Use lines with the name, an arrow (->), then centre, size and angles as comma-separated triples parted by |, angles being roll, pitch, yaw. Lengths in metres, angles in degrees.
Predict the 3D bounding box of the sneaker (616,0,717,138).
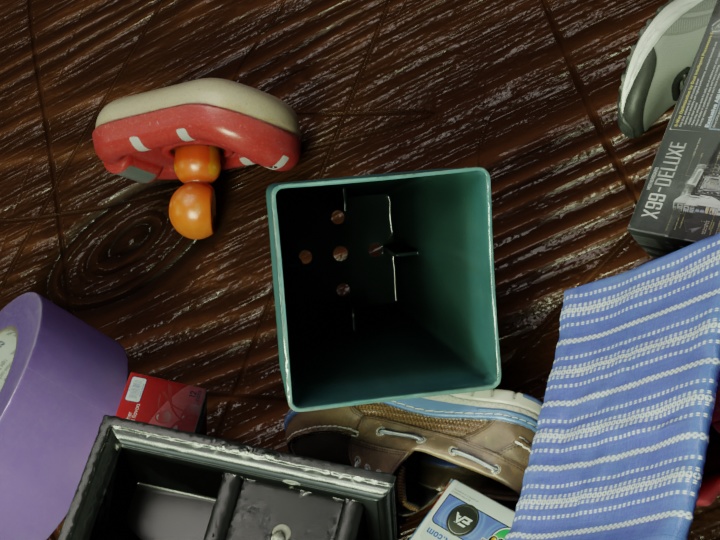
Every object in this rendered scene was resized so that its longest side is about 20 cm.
sneaker -> 0.270, -0.176, 0.990 | 0.200, 0.074, 0.079 | -46, 64, -3

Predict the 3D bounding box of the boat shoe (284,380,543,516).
boat shoe -> 0.028, 0.121, 0.875 | 0.198, 0.072, 0.073 | -7, 48, 30

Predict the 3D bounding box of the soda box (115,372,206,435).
soda box -> -0.165, 0.179, 0.944 | 0.062, 0.070, 0.202 | 13, 52, 2

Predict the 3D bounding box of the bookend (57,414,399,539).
bookend -> -0.093, 0.216, 0.808 | 0.196, 0.093, 0.202 | 11, 59, 10

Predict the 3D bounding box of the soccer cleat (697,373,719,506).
soccer cleat -> 0.221, 0.053, 0.709 | 0.067, 0.201, 0.074 | 23, 49, 7

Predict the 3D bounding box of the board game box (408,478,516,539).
board game box -> 0.075, 0.245, 0.737 | 0.199, 0.056, 0.196 | 22, 67, 45

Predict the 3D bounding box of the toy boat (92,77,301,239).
toy boat -> -0.147, -0.094, 1.189 | 0.198, 0.130, 0.133 | -8, 78, 30

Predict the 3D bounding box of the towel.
towel -> 0.142, 0.079, 0.728 | 0.144, 0.024, 0.202 | -28, 38, 54

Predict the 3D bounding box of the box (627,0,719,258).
box -> 0.288, -0.093, 0.876 | 0.156, 0.050, 0.202 | 13, 75, 43

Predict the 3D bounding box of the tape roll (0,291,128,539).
tape roll -> -0.274, 0.125, 1.026 | 0.200, 0.085, 0.201 | -41, 29, 28

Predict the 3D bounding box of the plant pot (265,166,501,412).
plant pot -> 0.000, 0.000, 0.913 | 0.139, 0.144, 0.200 | -6, 8, -10
